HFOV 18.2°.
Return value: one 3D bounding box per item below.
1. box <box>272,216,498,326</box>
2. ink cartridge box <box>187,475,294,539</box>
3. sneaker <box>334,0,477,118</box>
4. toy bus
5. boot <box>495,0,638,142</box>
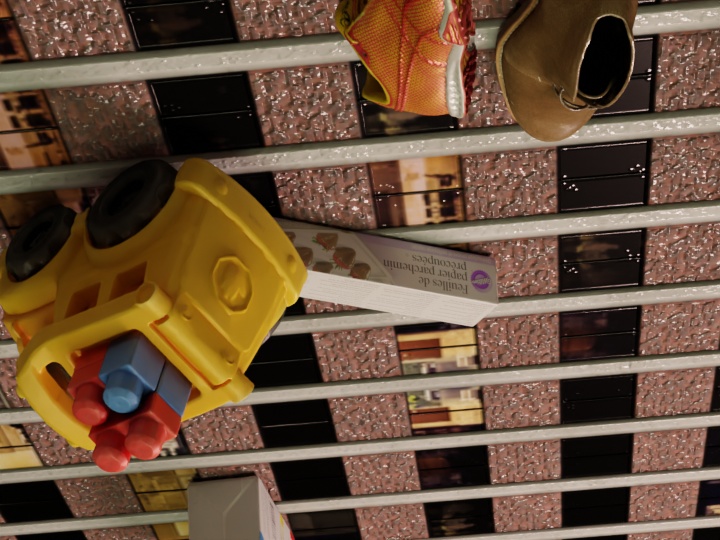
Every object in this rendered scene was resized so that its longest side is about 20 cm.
[{"bbox_3d":[0.000,0.000,1.559,0.199,0.039,0.041,10,151,-24],"label":"box"},{"bbox_3d":[-0.098,0.273,2.001,0.067,0.117,0.200,-8,152,7],"label":"ink cartridge box"},{"bbox_3d":[0.023,-0.138,1.174,0.077,0.073,0.200,6,151,4],"label":"sneaker"},{"bbox_3d":[-0.155,0.050,1.439,0.200,0.192,0.136,-21,127,34],"label":"toy bus"},{"bbox_3d":[0.122,-0.117,1.305,0.073,0.076,0.200,-2,154,-6],"label":"boot"}]
